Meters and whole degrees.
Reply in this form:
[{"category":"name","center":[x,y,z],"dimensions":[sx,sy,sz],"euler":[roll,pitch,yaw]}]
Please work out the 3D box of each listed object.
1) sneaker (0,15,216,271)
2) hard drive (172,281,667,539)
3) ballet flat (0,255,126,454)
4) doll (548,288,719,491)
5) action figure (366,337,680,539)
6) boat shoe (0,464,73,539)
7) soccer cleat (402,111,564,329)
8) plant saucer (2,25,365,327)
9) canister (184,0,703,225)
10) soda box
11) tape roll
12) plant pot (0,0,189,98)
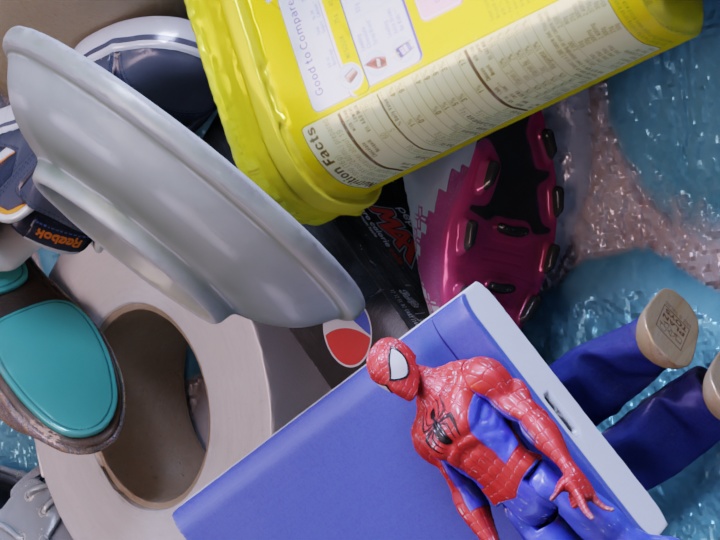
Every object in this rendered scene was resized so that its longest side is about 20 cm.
[{"category":"sneaker","center":[-0.130,-0.056,1.370],"dimensions":[0.200,0.078,0.080],"euler":[-28,49,49]},{"category":"hard drive","center":[0.022,0.110,1.228],"dimensions":[0.200,0.025,0.132],"euler":[-38,91,35]},{"category":"ballet flat","center":[-0.178,0.034,1.439],"dimensions":[0.200,0.068,0.067],"euler":[56,150,34]},{"category":"doll","center":[0.079,0.083,1.233],"dimensions":[0.136,0.049,0.200],"euler":[40,125,-14]},{"category":"action figure","center":[0.078,0.099,1.151],"dimensions":[0.200,0.052,0.066],"euler":[44,128,8]},{"category":"boat shoe","center":[-0.175,0.142,1.538],"dimensions":[0.200,0.070,0.072],"euler":[8,105,49]},{"category":"soccer cleat","center":[0.046,-0.063,1.278],"dimensions":[0.086,0.070,0.202],"euler":[4,91,50]},{"category":"plant saucer","center":[-0.089,-0.027,1.231],"dimensions":[0.200,0.200,0.050],"euler":[31,80,41]},{"category":"canister","center":[0.033,-0.124,1.191],"dimensions":[0.199,0.086,0.149],"euler":[-24,76,28]},{"category":"soda box","center":[0.000,0.000,1.327],"dimensions":[0.200,0.070,0.063],"euler":[55,129,27]},{"category":"tape roll","center":[-0.086,0.066,1.430],"dimensions":[0.202,0.071,0.204],"euler":[9,102,46]},{"category":"plant pot","center":[-0.131,-0.174,1.389],"dimensions":[0.188,0.186,0.200],"euler":[62,147,21]}]
